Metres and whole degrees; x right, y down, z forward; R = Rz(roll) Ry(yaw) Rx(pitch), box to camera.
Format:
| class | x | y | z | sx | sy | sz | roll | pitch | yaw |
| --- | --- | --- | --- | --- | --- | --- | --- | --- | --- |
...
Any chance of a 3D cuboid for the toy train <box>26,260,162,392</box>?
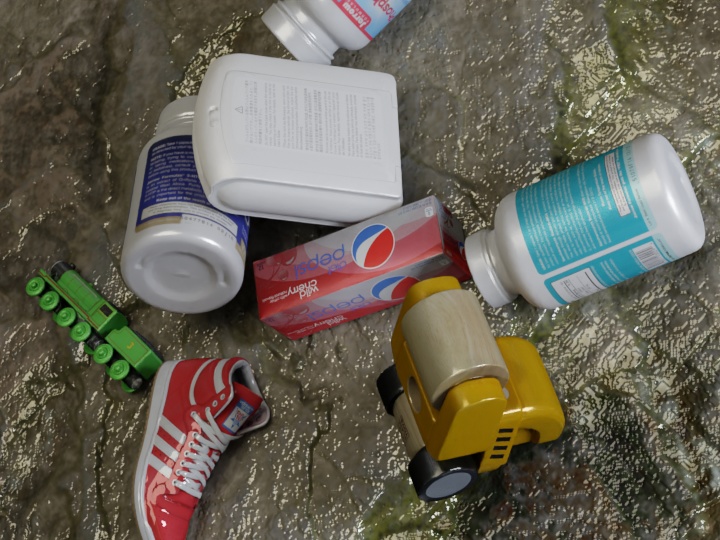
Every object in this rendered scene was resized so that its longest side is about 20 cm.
| class | x | y | z | sx | sy | sz | roll | pitch | yaw |
| --- | --- | --- | --- | --- | --- | --- | --- | --- | --- |
| toy train | -0.275 | 0.053 | 1.928 | 0.056 | 0.042 | 0.200 | -45 | 54 | -7 |

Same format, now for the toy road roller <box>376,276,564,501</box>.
| class | x | y | z | sx | sy | sz | roll | pitch | yaw |
| --- | --- | --- | --- | --- | --- | --- | --- | --- | --- |
| toy road roller | 0.105 | 0.096 | 1.609 | 0.145 | 0.201 | 0.124 | -12 | 58 | -16 |

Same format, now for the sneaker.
| class | x | y | z | sx | sy | sz | roll | pitch | yaw |
| --- | --- | --- | --- | --- | --- | --- | --- | --- | --- |
| sneaker | -0.150 | 0.173 | 1.784 | 0.112 | 0.071 | 0.202 | -10 | 62 | 29 |

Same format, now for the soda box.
| class | x | y | z | sx | sy | sz | roll | pitch | yaw |
| --- | --- | --- | --- | --- | --- | --- | --- | --- | --- |
| soda box | 0.000 | 0.000 | 1.774 | 0.199 | 0.070 | 0.064 | -21 | 61 | 21 |

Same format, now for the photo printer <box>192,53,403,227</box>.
| class | x | y | z | sx | sy | sz | roll | pitch | yaw |
| --- | --- | --- | --- | --- | --- | --- | --- | --- | --- |
| photo printer | -0.062 | -0.124 | 1.792 | 0.198 | 0.070 | 0.168 | 6 | 55 | -13 |

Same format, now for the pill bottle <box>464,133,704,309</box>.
| class | x | y | z | sx | sy | sz | roll | pitch | yaw |
| --- | --- | --- | --- | --- | --- | --- | --- | --- | --- |
| pill bottle | 0.195 | -0.035 | 1.654 | 0.199 | 0.111 | 0.112 | -22 | 60 | 19 |

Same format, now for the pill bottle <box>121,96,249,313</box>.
| class | x | y | z | sx | sy | sz | roll | pitch | yaw |
| --- | --- | --- | --- | --- | --- | --- | --- | --- | --- |
| pill bottle | -0.166 | -0.070 | 1.847 | 0.119 | 0.120 | 0.201 | -16 | 46 | 23 |

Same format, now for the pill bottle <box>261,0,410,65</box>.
| class | x | y | z | sx | sy | sz | roll | pitch | yaw |
| --- | --- | --- | --- | --- | --- | --- | --- | --- | --- |
| pill bottle | -0.002 | -0.294 | 1.880 | 0.200 | 0.109 | 0.109 | -44 | 55 | 6 |
